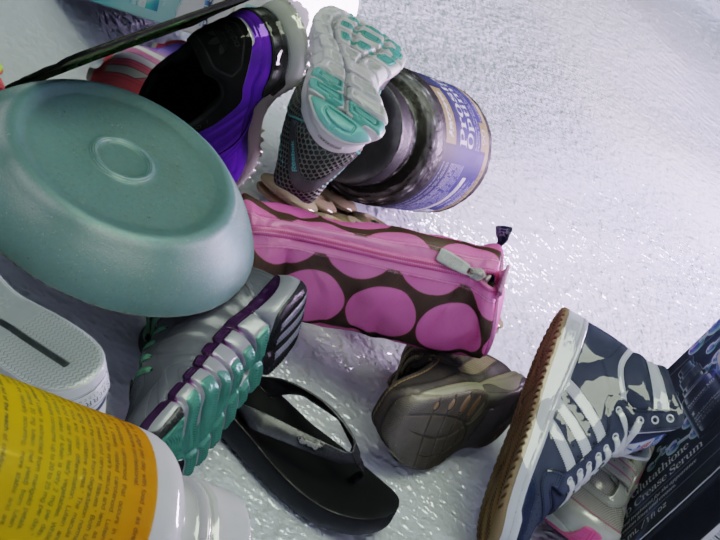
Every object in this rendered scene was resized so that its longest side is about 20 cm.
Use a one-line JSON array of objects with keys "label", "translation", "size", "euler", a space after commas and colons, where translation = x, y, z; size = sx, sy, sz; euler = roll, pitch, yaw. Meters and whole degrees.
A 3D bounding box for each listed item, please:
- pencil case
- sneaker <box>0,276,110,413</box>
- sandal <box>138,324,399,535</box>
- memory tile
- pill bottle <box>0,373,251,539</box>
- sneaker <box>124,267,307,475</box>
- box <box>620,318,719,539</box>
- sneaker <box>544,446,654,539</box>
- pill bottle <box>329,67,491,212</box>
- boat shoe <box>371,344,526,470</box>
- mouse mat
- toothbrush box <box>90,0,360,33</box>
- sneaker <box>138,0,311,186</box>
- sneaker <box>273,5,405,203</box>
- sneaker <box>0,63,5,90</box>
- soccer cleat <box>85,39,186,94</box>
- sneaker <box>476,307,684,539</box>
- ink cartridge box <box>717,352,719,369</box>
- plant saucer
[{"label": "pencil case", "translation": [0.000, 0.000, 1.257], "size": [0.198, 0.092, 0.094], "euler": [9, -9, -6]}, {"label": "sneaker", "translation": [-0.212, 0.038, 1.001], "size": [0.073, 0.071, 0.200], "euler": [-29, 51, -35]}, {"label": "sandal", "translation": [-0.053, 0.093, 1.166], "size": [0.200, 0.043, 0.076], "euler": [40, 25, -4]}, {"label": "memory tile", "translation": [0.018, -0.013, 1.402], "size": [0.200, 0.017, 0.153], "euler": [38, 12, 13]}, {"label": "pill bottle", "translation": [-0.155, 0.117, 0.898], "size": [0.199, 0.111, 0.111], "euler": [25, 30, -32]}, {"label": "sneaker", "translation": [-0.112, 0.057, 1.106], "size": [0.087, 0.075, 0.200], "euler": [26, 38, 14]}, {"label": "box", "translation": [0.268, 0.158, 1.408], "size": [0.107, 0.149, 0.200], "euler": [37, 25, -11]}, {"label": "sneaker", "translation": [0.174, 0.133, 1.381], "size": [0.081, 0.088, 0.200], "euler": [36, 26, -13]}, {"label": "pill bottle", "translation": [0.026, -0.105, 1.481], "size": [0.112, 0.112, 0.200], "euler": [49, 14, 14]}, {"label": "boat shoe", "translation": [0.051, 0.089, 1.309], "size": [0.073, 0.075, 0.200], "euler": [40, 14, 21]}, {"label": "mouse mat", "translation": [-0.144, -0.148, 1.195], "size": [0.160, 0.200, 0.008], "euler": [-24, 99, -24]}, {"label": "toothbrush box", "translation": [-0.117, -0.225, 1.432], "size": [0.199, 0.086, 0.146], "euler": [21, 9, 36]}, {"label": "sneaker", "translation": [-0.112, -0.109, 1.264], "size": [0.099, 0.200, 0.070], "euler": [-20, 69, -32]}, {"label": "sneaker", "translation": [-0.024, -0.118, 1.315], "size": [0.077, 0.091, 0.200], "euler": [31, 29, -7]}, {"label": "sneaker", "translation": [-0.271, -0.138, 1.189], "size": [0.090, 0.078, 0.201], "euler": [24, 41, -37]}, {"label": "soccer cleat", "translation": [-0.143, -0.128, 1.351], "size": [0.076, 0.067, 0.200], "euler": [22, 18, 9]}, {"label": "sneaker", "translation": [0.156, 0.128, 1.288], "size": [0.108, 0.070, 0.201], "euler": [26, 58, -4]}, {"label": "ink cartridge box", "translation": [0.375, 0.106, 1.321], "size": [0.199, 0.125, 0.129], "euler": [34, 26, -18]}, {"label": "plant saucer", "translation": [-0.148, -0.055, 1.114], "size": [0.199, 0.036, 0.201], "euler": [22, 35, -16]}]
